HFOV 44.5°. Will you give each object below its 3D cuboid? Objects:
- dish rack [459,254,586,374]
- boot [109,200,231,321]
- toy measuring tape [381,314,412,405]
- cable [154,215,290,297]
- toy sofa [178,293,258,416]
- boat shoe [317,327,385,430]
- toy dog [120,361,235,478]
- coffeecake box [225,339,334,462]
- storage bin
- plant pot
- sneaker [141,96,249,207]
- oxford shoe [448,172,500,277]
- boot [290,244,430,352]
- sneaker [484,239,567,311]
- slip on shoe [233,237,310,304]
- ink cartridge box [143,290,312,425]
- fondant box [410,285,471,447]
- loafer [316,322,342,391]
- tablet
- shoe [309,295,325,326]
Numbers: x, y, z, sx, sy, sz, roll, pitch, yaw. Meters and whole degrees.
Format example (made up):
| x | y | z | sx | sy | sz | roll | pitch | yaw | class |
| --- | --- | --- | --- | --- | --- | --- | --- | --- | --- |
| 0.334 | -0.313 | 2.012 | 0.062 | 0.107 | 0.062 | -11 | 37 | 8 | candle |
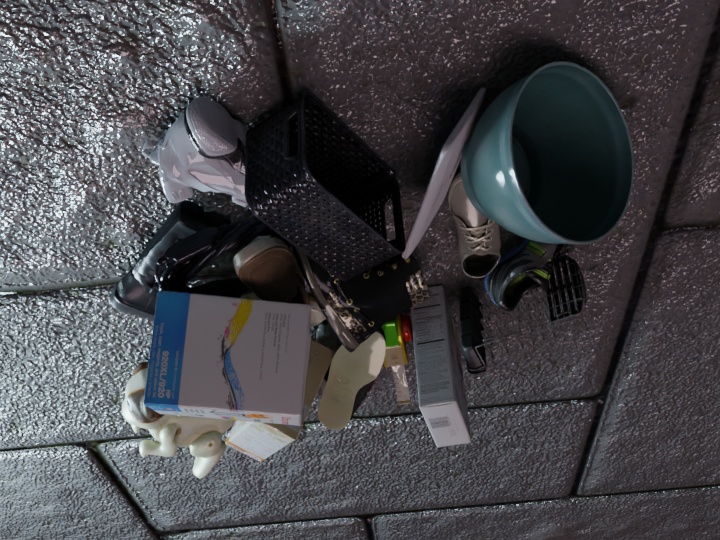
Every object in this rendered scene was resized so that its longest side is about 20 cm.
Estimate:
| x | y | z | sx | sy | sz | roll | pitch | yaw | class |
| --- | --- | --- | --- | --- | --- | --- | --- | --- | --- |
| 0.235 | 0.057 | 1.287 | 0.198 | 0.154 | 0.055 | -21 | 125 | 20 | dish rack |
| -0.235 | -0.003 | 1.239 | 0.164 | 0.066 | 0.200 | 13 | 131 | -43 | boot |
| 0.055 | 0.123 | 1.403 | 0.073 | 0.074 | 0.202 | -9 | 127 | 7 | toy measuring tape |
| -0.169 | -0.008 | 1.171 | 0.198 | 0.051 | 0.164 | -28 | 151 | -4 | cable |
| -0.209 | 0.125 | 1.326 | 0.200 | 0.083 | 0.097 | -48 | 156 | 23 | toy sofa |
| -0.011 | 0.158 | 1.373 | 0.073 | 0.063 | 0.203 | 27 | 122 | 5 | boat shoe |
| -0.311 | 0.238 | 1.489 | 0.193 | 0.140 | 0.199 | -39 | 133 | 21 | toy dog |
| -0.131 | 0.204 | 1.394 | 0.073 | 0.155 | 0.200 | 29 | 152 | -9 | coffeecake box |
| -0.040 | -0.096 | 1.059 | 0.093 | 0.137 | 0.200 | -26 | 138 | 27 | storage bin |
| 0.201 | -0.123 | 1.023 | 0.199 | 0.203 | 0.134 | 21 | 163 | -30 | plant pot |
| -0.169 | -0.117 | 1.076 | 0.114 | 0.076 | 0.200 | -24 | 134 | 27 | sneaker |
| 0.160 | -0.060 | 1.196 | 0.074 | 0.058 | 0.201 | -6 | 142 | 5 | oxford shoe |
| 0.000 | 0.000 | 1.254 | 0.153 | 0.074 | 0.205 | -29 | 116 | -2 | boot |
| 0.255 | -0.019 | 1.225 | 0.070 | 0.083 | 0.200 | 24 | 120 | -32 | sneaker |
| -0.111 | 0.018 | 1.171 | 0.076 | 0.061 | 0.200 | -31 | 159 | -5 | slip on shoe |
| -0.166 | 0.119 | 1.153 | 0.197 | 0.147 | 0.147 | 5 | 166 | -3 | ink cartridge box |
| 0.122 | 0.147 | 1.348 | 0.057 | 0.202 | 0.145 | -10 | 144 | 11 | fondant box |
| -0.046 | 0.164 | 1.465 | 0.069 | 0.070 | 0.201 | -5 | 143 | 1 | loafer |
| 0.101 | -0.114 | 1.066 | 0.014 | 0.131 | 0.201 | 27 | 142 | 7 | tablet |
| -0.140 | 0.088 | 1.369 | 0.197 | 0.054 | 0.070 | -13 | 143 | 12 | shoe |
